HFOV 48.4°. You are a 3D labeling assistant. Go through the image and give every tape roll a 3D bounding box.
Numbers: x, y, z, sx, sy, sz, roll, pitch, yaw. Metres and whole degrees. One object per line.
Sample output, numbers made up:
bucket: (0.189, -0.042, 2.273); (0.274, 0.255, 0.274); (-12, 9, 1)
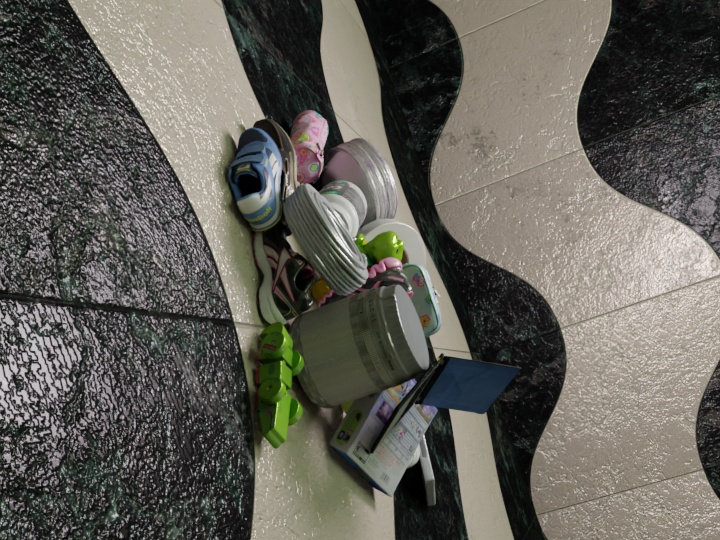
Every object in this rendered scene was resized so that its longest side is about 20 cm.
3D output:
tape roll: (0.051, -0.010, 1.721); (0.037, 0.202, 0.204); (30, -26, 55)

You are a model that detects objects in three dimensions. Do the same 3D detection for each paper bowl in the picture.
paper bowl: (-0.013, -0.182, 1.774); (0.201, 0.104, 0.202); (48, -26, 34)

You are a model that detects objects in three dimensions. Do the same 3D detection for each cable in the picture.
cable: (-0.059, -0.053, 1.346); (0.201, 0.069, 0.200); (55, 7, -20)

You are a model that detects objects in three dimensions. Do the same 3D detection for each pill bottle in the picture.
pill bottle: (-0.053, -0.107, 1.610); (0.200, 0.112, 0.114); (-67, 135, -71)

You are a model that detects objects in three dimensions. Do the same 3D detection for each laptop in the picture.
laptop: (0.135, 0.228, 1.301); (0.116, 0.200, 0.188); (38, -33, 12)

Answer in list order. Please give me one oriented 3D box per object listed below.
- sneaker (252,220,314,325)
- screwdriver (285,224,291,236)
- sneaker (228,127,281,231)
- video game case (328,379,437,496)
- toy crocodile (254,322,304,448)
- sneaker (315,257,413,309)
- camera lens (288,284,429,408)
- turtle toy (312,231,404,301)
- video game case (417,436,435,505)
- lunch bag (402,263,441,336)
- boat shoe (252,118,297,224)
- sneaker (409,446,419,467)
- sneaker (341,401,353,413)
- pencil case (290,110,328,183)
sneaker: (-0.115, -0.001, 1.289); (0.080, 0.086, 0.201); (53, 22, -54)
screwdriver: (-0.143, -0.138, 1.504); (0.201, 0.029, 0.028); (-101, 163, -45)
sneaker: (-0.175, -0.166, 1.317); (0.082, 0.073, 0.201); (46, 27, -54)
video game case: (0.045, 0.273, 1.400); (0.182, 0.045, 0.200); (-57, 141, -19)
toy crocodile: (-0.121, 0.156, 1.130); (0.068, 0.061, 0.201); (56, 25, -45)
sneaker: (0.007, 0.063, 1.424); (0.096, 0.199, 0.079); (54, -6, 27)
camera lens: (-0.007, 0.123, 1.294); (0.160, 0.198, 0.161); (-20, 90, -76)
turtle toy: (0.000, 0.000, 1.525); (0.101, 0.200, 0.146); (39, 20, 2)
video game case: (0.131, 0.386, 1.706); (0.201, 0.022, 0.183); (80, -1, -60)
lunch bag: (0.063, 0.074, 1.619); (0.077, 0.198, 0.162); (17, 55, -75)
boat shoe: (-0.153, -0.182, 1.419); (0.073, 0.074, 0.202); (25, 45, -70)
sneaker: (0.061, 0.299, 1.571); (0.202, 0.077, 0.099); (70, 18, 3)
sneaker: (-0.027, 0.172, 1.441); (0.090, 0.078, 0.201); (36, 32, -39)
pencil case: (-0.109, -0.258, 1.661); (0.201, 0.087, 0.088); (-88, 154, -57)
